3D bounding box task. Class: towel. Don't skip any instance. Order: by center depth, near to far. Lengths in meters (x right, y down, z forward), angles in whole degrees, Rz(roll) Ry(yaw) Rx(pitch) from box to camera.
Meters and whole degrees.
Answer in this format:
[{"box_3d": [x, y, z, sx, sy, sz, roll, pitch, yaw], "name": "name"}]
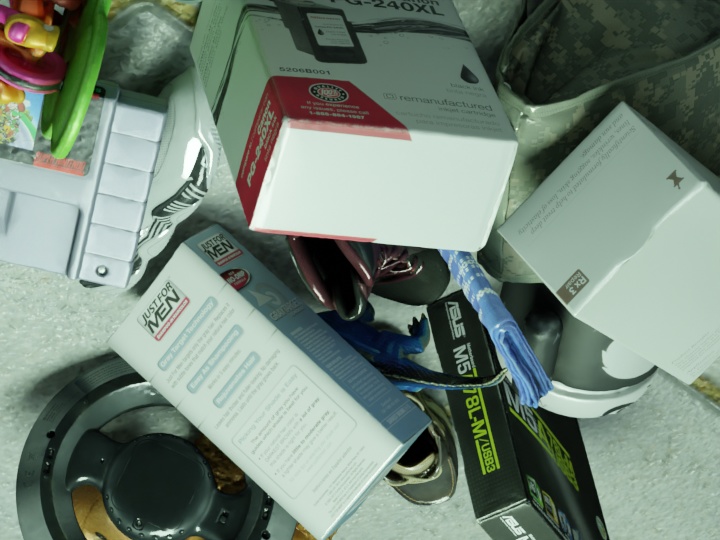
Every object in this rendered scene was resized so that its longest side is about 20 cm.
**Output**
[{"box_3d": [0.054, -0.013, 1.672, 0.024, 0.200, 0.145, -32, 154, 1], "name": "towel"}]

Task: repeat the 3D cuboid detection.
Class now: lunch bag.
[{"box_3d": [0.146, -0.099, 1.630, 0.200, 0.118, 0.164, -32, 148, -27], "name": "lunch bag"}]

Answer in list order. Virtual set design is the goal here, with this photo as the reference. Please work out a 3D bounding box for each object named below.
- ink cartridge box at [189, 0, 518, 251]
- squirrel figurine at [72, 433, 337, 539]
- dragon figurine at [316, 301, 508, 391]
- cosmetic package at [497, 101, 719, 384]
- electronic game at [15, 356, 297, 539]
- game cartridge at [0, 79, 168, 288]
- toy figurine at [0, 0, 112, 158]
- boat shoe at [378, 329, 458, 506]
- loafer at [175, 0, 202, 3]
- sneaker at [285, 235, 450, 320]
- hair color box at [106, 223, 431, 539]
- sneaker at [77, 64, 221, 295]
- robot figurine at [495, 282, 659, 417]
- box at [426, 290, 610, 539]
[{"box_3d": [-0.008, -0.106, 1.560, 0.145, 0.200, 0.083, 4, 126, -19], "name": "ink cartridge box"}, {"box_3d": [-0.118, 0.176, 1.948, 0.187, 0.142, 0.200, 36, 107, -30], "name": "squirrel figurine"}, {"box_3d": [-0.002, 0.062, 1.808, 0.099, 0.200, 0.059, -20, 128, -49], "name": "dragon figurine"}, {"box_3d": [0.179, -0.013, 1.591, 0.113, 0.081, 0.200, -45, 150, 7], "name": "cosmetic package"}, {"box_3d": [-0.141, 0.154, 1.845, 0.200, 0.200, 0.042, -9, 164, -5], "name": "electronic game"}, {"box_3d": [-0.226, -0.069, 1.611, 0.200, 0.038, 0.130, 12, 119, -5], "name": "game cartridge"}, {"box_3d": [-0.238, -0.157, 1.473, 0.184, 0.200, 0.150, 17, 123, -14], "name": "toy figurine"}, {"box_3d": [0.026, 0.126, 1.946, 0.074, 0.073, 0.200, -20, 140, 9], "name": "boat shoe"}, {"box_3d": [-0.050, -0.238, 1.519, 0.072, 0.063, 0.200, 44, 116, -11], "name": "loafer"}, {"box_3d": [0.000, 0.000, 1.756, 0.076, 0.116, 0.200, -30, 137, 20], "name": "sneaker"}, {"box_3d": [-0.062, 0.074, 1.766, 0.099, 0.200, 0.061, -51, 173, 25], "name": "hair color box"}, {"box_3d": [-0.168, -0.060, 1.671, 0.115, 0.075, 0.200, 10, 138, -28], "name": "sneaker"}, {"box_3d": [0.162, 0.011, 1.794, 0.150, 0.125, 0.200, -5, 137, -18], "name": "robot figurine"}, {"box_3d": [0.122, 0.141, 1.897, 0.047, 0.193, 0.200, -23, 139, 16], "name": "box"}]
